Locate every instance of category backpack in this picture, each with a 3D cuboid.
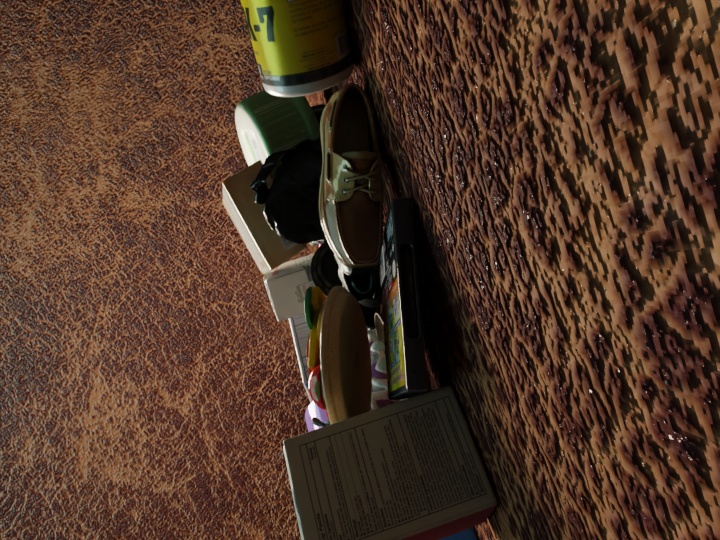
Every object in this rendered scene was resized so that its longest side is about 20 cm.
[{"bbox_3d":[-0.066,-0.122,0.808,0.201,0.162,0.129,-105,-4,-65],"label":"backpack"}]

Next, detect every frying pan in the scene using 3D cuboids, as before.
[{"bbox_3d":[-0.059,-0.029,0.956,0.189,0.115,0.031,40,-167,-16],"label":"frying pan"}]

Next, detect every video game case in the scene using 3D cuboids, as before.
[{"bbox_3d":[0.044,0.045,0.609,0.200,0.025,0.187,97,170,-75],"label":"video game case"}]

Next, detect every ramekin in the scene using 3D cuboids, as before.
[{"bbox_3d":[-0.142,-0.218,0.958,0.201,0.096,0.203,52,157,32],"label":"ramekin"}]

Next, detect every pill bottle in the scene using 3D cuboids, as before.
[{"bbox_3d":[-0.077,-0.307,0.591,0.115,0.111,0.204,-116,11,-57],"label":"pill bottle"}]

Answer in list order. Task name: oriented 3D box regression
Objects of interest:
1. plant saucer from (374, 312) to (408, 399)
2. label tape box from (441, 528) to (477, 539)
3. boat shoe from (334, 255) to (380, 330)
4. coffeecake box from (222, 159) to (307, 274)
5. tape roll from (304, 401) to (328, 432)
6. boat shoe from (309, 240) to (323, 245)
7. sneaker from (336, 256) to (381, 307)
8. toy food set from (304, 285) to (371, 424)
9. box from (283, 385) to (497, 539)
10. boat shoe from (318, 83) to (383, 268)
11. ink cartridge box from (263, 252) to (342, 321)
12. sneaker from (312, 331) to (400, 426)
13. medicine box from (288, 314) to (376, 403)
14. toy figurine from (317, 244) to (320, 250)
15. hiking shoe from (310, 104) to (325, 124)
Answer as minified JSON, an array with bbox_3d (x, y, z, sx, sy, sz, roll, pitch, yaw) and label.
[{"bbox_3d":[0.066,0.161,0.856,0.200,0.034,0.206,163,91,-84],"label":"plant saucer"},{"bbox_3d":[0.132,0.418,0.768,0.146,0.061,0.204,-113,9,-53],"label":"label tape box"},{"bbox_3d":[0.000,0.000,0.917,0.067,0.070,0.206,26,126,58],"label":"boat shoe"},{"bbox_3d":[-0.170,-0.082,0.939,0.156,0.072,0.200,61,166,-5],"label":"coffeecake box"},{"bbox_3d":[-0.001,0.283,1.025,0.202,0.194,0.087,82,168,-56],"label":"tape roll"},{"bbox_3d":[-0.058,-0.076,1.040,0.200,0.074,0.066,-9,109,58],"label":"boat shoe"},{"bbox_3d":[-0.001,0.013,0.775,0.201,0.073,0.081,68,-166,-58],"label":"sneaker"},{"bbox_3d":[-0.025,0.118,0.700,0.201,0.047,0.204,59,-152,-61],"label":"toy food set"},{"bbox_3d":[0.028,0.230,0.592,0.110,0.194,0.130,84,168,-57],"label":"box"},{"bbox_3d":[-0.010,-0.107,0.605,0.074,0.073,0.207,138,125,-73],"label":"boat shoe"},{"bbox_3d":[-0.081,0.015,1.061,0.147,0.194,0.085,-134,26,-77],"label":"ink cartridge box"},{"bbox_3d":[-0.010,0.190,0.812,0.079,0.136,0.203,79,172,-49],"label":"sneaker"},{"bbox_3d":[-0.041,0.144,1.105,0.104,0.177,0.203,79,172,-49],"label":"medicine box"},{"bbox_3d":[-0.075,-0.082,1.210,0.188,0.148,0.199,63,-166,8],"label":"toy figurine"},{"bbox_3d":[-0.079,-0.214,1.034,0.201,0.072,0.089,88,165,-66],"label":"hiking shoe"}]
